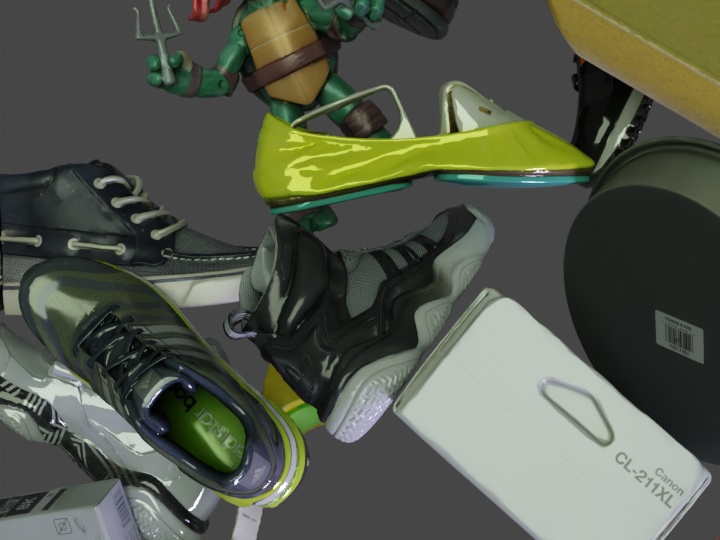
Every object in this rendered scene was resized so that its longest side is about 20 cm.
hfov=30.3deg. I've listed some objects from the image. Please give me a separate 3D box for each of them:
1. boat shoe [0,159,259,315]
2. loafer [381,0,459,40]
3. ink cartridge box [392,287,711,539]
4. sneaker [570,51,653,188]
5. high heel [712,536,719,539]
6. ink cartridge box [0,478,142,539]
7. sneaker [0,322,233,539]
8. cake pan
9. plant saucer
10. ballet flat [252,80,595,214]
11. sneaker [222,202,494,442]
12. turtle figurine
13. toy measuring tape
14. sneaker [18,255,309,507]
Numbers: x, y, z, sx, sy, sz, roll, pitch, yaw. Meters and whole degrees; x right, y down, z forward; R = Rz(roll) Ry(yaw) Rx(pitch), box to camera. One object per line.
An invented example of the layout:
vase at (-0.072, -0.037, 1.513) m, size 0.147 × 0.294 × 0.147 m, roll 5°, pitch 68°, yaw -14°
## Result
boat shoe at (-0.139, -0.024, 0.829) m, size 0.197 × 0.075 × 0.094 m, roll -3°, pitch 93°, yaw 5°
loafer at (-0.018, -0.220, 0.839) m, size 0.199 × 0.072 × 0.063 m, roll 32°, pitch 85°, yaw 9°
ink cartridge box at (0.097, 0.090, 0.738) m, size 0.145 × 0.200 × 0.083 m, roll 41°, pitch 90°, yaw 6°
sneaker at (0.150, -0.151, 0.822) m, size 0.089 × 0.070 × 0.202 m, roll 20°, pitch 83°, yaw 12°
high heel at (0.204, 0.220, 0.782) m, size 0.199 × 0.067 × 0.097 m, roll -33°, pitch 74°, yaw 7°
ink cartridge box at (-0.222, 0.191, 0.812) m, size 0.198 × 0.039 × 0.101 m, roll -11°, pitch 107°, yaw 17°
sneaker at (-0.149, 0.072, 0.827) m, size 0.199 × 0.075 × 0.115 m, roll 40°, pitch 89°, yaw 1°
cake pan at (0.188, 0.026, 0.742) m, size 0.037 × 0.200 × 0.201 m, roll -29°, pitch 83°, yaw -29°
plant saucer at (0.205, -0.132, 0.717) m, size 0.199 × 0.049 × 0.200 m, roll 32°, pitch 46°, yaw 7°
ballet flat at (0.035, -0.074, 0.764) m, size 0.197 × 0.067 × 0.068 m, roll -5°, pitch 93°, yaw 1°
sneaker at (0.000, 0.000, 0.766) m, size 0.113 × 0.200 × 0.076 m, roll 35°, pitch 133°, yaw 2°
turtle figurine at (-0.043, -0.129, 0.819) m, size 0.149 × 0.101 × 0.202 m, roll -25°, pitch 99°, yaw 17°
toy measuring tape at (-0.025, 0.090, 0.798) m, size 0.073 × 0.074 × 0.202 m, roll 11°, pitch 65°, yaw 6°
sneaker at (-0.115, 0.056, 0.745) m, size 0.199 × 0.081 × 0.074 m, roll 35°, pitch 85°, yaw 12°
